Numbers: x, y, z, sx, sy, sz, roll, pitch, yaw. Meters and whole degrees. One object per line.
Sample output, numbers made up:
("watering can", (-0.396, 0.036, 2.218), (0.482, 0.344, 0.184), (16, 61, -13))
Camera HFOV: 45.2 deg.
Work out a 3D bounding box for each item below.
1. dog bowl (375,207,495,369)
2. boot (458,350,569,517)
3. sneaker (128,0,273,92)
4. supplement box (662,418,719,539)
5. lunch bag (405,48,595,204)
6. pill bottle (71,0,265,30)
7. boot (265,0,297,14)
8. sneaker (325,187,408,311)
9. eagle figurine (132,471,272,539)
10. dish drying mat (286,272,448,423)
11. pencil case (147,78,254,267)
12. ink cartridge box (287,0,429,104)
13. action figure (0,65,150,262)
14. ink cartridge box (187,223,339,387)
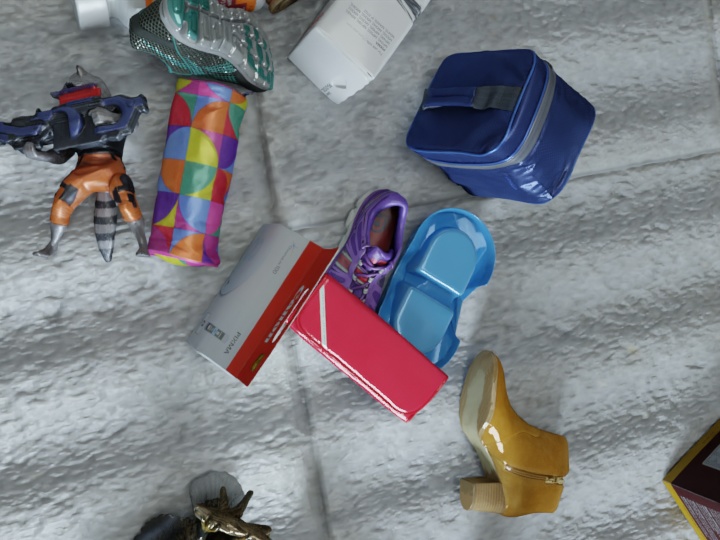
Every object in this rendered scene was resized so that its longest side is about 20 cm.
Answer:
("dog bowl", (0.083, 0.024, 1.036), (0.110, 0.049, 0.203), (29, 82, -17))
("boot", (0.196, 0.202, 1.075), (0.141, 0.070, 0.207), (3, 93, -24))
("sneaker", (-0.163, -0.235, 0.904), (0.089, 0.199, 0.080), (-11, 75, 25))
("supplement box", (0.540, 0.324, 1.116), (0.132, 0.199, 0.199), (-39, 102, -13))
("lunch bag", (0.145, -0.170, 0.980), (0.131, 0.198, 0.138), (31, 80, -34))
("pill bottle", (-0.204, -0.313, 0.901), (0.196, 0.109, 0.112), (-15, 96, -18))
("boot", (-0.085, -0.399, 0.960), (0.154, 0.073, 0.202), (42, 67, -16))
("sneaker", (0.000, 0.000, 0.990), (0.079, 0.083, 0.205), (18, 88, -17))
("eagle figurine", (-0.186, 0.332, 0.931), (0.152, 0.150, 0.202), (45, 112, 26))
("dish drying mat", (0.009, 0.091, 0.976), (0.199, 0.018, 0.077), (41, 96, -20))
("pencil case", (-0.173, -0.106, 0.932), (0.086, 0.088, 0.205), (13, 87, -18))
("ink cartridge box", (0.018, -0.299, 0.956), (0.084, 0.144, 0.202), (37, 80, -14))
("action figure", (-0.300, -0.111, 0.902), (0.195, 0.105, 0.199), (-1, 85, 9))
("ink cartridge box", (-0.106, 0.029, 0.894), (0.047, 0.199, 0.162), (36, 81, -16))
